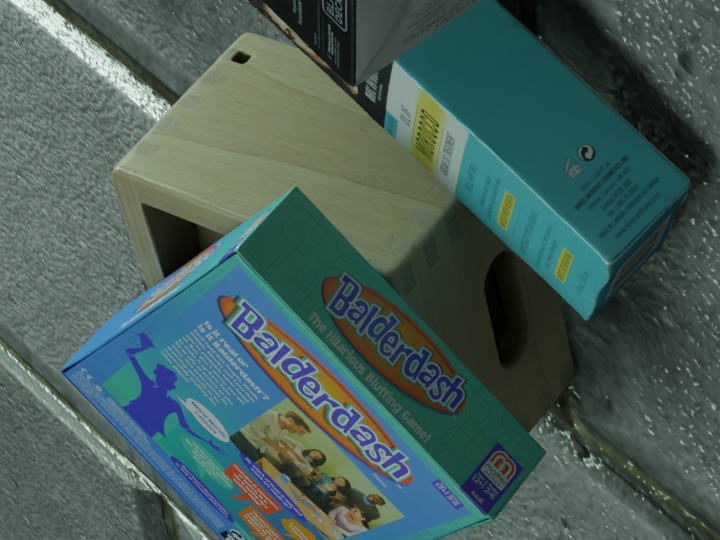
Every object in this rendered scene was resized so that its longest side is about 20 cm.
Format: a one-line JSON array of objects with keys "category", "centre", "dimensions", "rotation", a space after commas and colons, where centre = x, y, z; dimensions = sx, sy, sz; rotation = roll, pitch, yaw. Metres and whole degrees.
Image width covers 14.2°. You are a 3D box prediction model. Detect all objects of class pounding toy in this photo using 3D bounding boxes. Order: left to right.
[{"category": "pounding toy", "centre": [0.000, 0.000, 1.307], "dimensions": [0.183, 0.142, 0.201], "rotation": [21, 144, 32]}]

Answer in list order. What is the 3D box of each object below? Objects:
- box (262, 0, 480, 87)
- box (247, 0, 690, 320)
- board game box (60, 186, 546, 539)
[{"category": "box", "centre": [-0.023, -0.174, 1.037], "dimensions": [0.200, 0.116, 0.060], "rotation": [45, 158, 22]}, {"category": "box", "centre": [0.039, -0.074, 1.150], "dimensions": [0.200, 0.049, 0.082], "rotation": [44, 166, 10]}, {"category": "board game box", "centre": [-0.030, 0.059, 1.230], "dimensions": [0.152, 0.045, 0.200], "rotation": [47, 150, -8]}]
